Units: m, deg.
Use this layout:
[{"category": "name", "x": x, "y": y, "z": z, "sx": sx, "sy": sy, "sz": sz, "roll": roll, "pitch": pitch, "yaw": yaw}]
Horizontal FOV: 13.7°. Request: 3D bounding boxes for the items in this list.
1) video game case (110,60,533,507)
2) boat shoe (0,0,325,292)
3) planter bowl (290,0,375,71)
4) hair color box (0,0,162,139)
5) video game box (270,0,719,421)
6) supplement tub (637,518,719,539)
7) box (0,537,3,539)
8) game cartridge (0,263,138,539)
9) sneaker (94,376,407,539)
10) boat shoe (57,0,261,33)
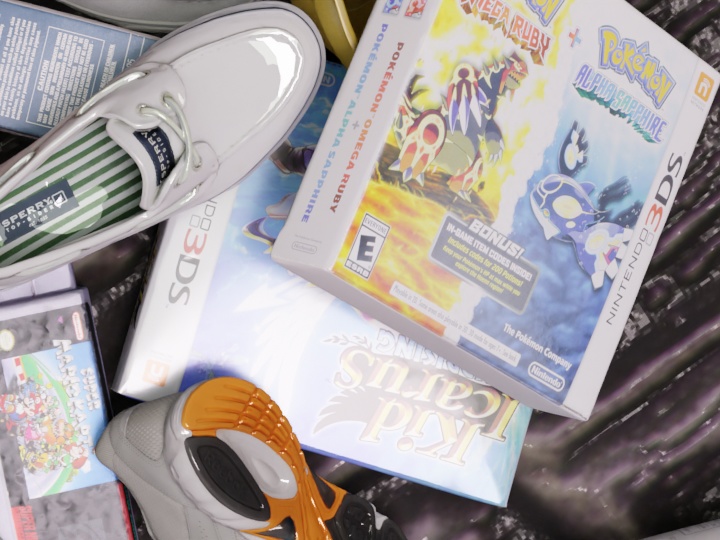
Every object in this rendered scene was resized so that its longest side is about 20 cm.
[{"category": "video game case", "x": 0.000, "y": 0.000, "z": 1.446, "sx": 0.199, "sy": 0.045, "sz": 0.182, "roll": 17, "pitch": 89, "yaw": -8}, {"category": "boat shoe", "x": -0.096, "y": -0.048, "z": 1.322, "sx": 0.200, "sy": 0.067, "sz": 0.074, "roll": -37, "pitch": 101, "yaw": -6}, {"category": "planter bowl", "x": 0.020, "y": -0.156, "z": 1.408, "sx": 0.200, "sy": 0.083, "sz": 0.202, "roll": 2, "pitch": 88, "yaw": -49}, {"category": "hair color box", "x": -0.191, "y": -0.102, "z": 1.390, "sx": 0.199, "sy": 0.100, "sz": 0.061, "roll": 15, "pitch": 92, "yaw": -7}, {"category": "video game box", "x": 0.067, "y": -0.050, "z": 1.365, "sx": 0.200, "sy": 0.047, "sz": 0.183, "roll": 29, "pitch": 77, "yaw": -44}, {"category": "supplement tub", "x": 0.202, "y": 0.178, "z": 1.432, "sx": 0.199, "sy": 0.132, "sz": 0.133, "roll": -13, "pitch": 92, "yaw": -7}, {"category": "box", "x": -0.190, "y": 0.213, "z": 1.366, "sx": 0.152, "sy": 0.106, "sz": 0.200, "roll": -42, "pitch": 105, "yaw": 0}, {"category": "game cartridge", "x": -0.180, "y": 0.087, "z": 1.428, "sx": 0.129, "sy": 0.038, "sz": 0.201, "roll": -12, "pitch": 92, "yaw": -3}, {"category": "sneaker", "x": -0.048, "y": 0.127, "z": 1.430, "sx": 0.200, "sy": 0.092, "sz": 0.076, "roll": 54, "pitch": 51, "yaw": -27}, {"category": "boat shoe", "x": -0.136, "y": -0.164, "z": 1.413, "sx": 0.199, "sy": 0.069, "sz": 0.072, "roll": 21, "pitch": 88, "yaw": -7}]
